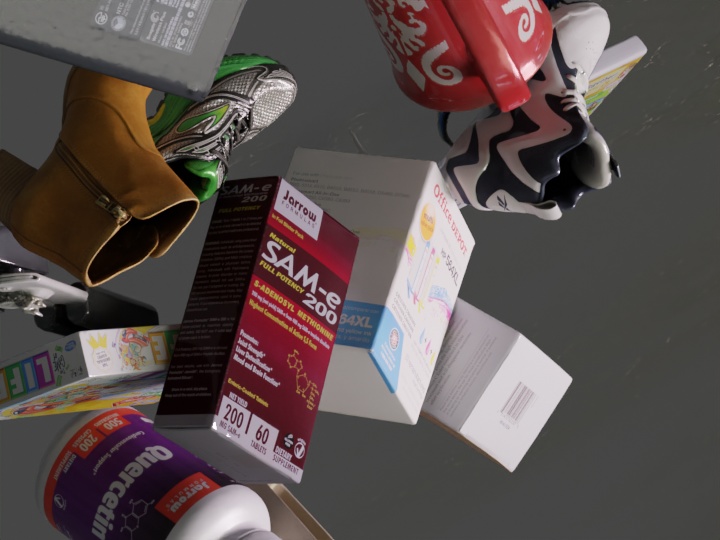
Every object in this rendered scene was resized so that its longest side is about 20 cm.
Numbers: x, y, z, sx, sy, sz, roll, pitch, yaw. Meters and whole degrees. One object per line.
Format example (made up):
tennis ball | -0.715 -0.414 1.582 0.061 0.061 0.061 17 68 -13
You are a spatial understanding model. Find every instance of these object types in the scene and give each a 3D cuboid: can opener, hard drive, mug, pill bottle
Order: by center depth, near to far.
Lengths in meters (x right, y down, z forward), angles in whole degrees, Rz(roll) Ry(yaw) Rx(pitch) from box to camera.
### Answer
hard drive | -0.166 -0.200 1.463 0.200 0.033 0.140 14 106 -35
can opener | -0.209 0.016 1.615 0.200 0.053 0.066 31 54 -62
mug | 0.072 -0.227 1.704 0.133 0.178 0.200 -51 142 -17
pill bottle | -0.148 0.191 1.706 0.112 0.200 0.112 -33 139 -35

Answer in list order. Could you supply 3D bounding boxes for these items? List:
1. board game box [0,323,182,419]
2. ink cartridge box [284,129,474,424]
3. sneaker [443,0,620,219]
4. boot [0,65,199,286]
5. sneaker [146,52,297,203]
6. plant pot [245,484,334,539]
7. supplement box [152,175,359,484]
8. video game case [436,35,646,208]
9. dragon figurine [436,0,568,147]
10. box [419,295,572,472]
board game box | -0.179 0.073 1.646 0.200 0.134 0.034 -3 75 -52
ink cartridge box | 0.000 0.000 1.782 0.129 0.125 0.200 60 43 -54
sneaker | 0.170 -0.119 1.763 0.199 0.130 0.079 -50 140 -20
boot | -0.156 -0.080 1.533 0.201 0.144 0.071 -47 146 -19
sneaker | -0.117 -0.087 1.636 0.200 0.085 0.078 -39 142 -29
plant pot | -0.111 0.260 1.836 0.177 0.200 0.200 -44 146 -2
supplement box | -0.073 0.044 1.624 0.109 0.061 0.200 37 58 -45
video game case | 0.137 -0.117 1.933 0.200 0.023 0.182 -27 165 -39
dragon figurine | 0.117 -0.180 1.860 0.059 0.099 0.200 -5 119 -51
box | 0.057 0.068 1.884 0.097 0.200 0.124 -57 147 -3
